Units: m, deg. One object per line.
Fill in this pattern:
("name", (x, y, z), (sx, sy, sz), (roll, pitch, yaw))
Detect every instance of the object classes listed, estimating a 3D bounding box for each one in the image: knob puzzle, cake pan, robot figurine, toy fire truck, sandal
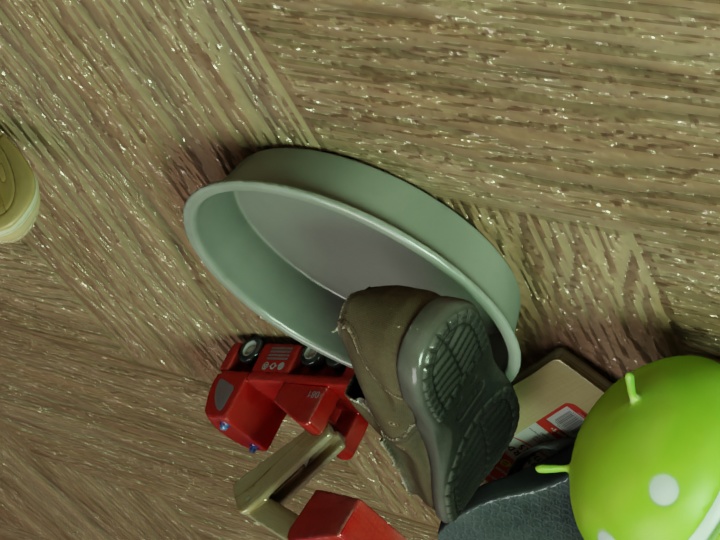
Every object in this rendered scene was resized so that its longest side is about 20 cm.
("knob puzzle", (0.134, 0.132, 1.010), (0.219, 0.030, 0.220), (16, 140, 14))
("cake pan", (0.000, 0.000, 0.901), (0.200, 0.037, 0.200), (23, 156, 10))
("robot figurine", (0.191, 0.116, 0.824), (0.200, 0.116, 0.176), (27, 123, -14))
("toy fire truck", (-0.038, 0.114, 1.047), (0.200, 0.141, 0.049), (-1, 144, 48))
("sandal", (0.127, 0.121, 0.953), (0.076, 0.043, 0.200), (37, 131, -23))

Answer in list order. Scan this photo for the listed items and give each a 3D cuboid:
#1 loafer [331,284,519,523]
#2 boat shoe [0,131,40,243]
("loafer", (0.034, 0.063, 0.877), (0.071, 0.073, 0.200), (28, 154, 26))
("boat shoe", (-0.266, -0.062, 1.028), (0.200, 0.074, 0.069), (26, 162, 29))
